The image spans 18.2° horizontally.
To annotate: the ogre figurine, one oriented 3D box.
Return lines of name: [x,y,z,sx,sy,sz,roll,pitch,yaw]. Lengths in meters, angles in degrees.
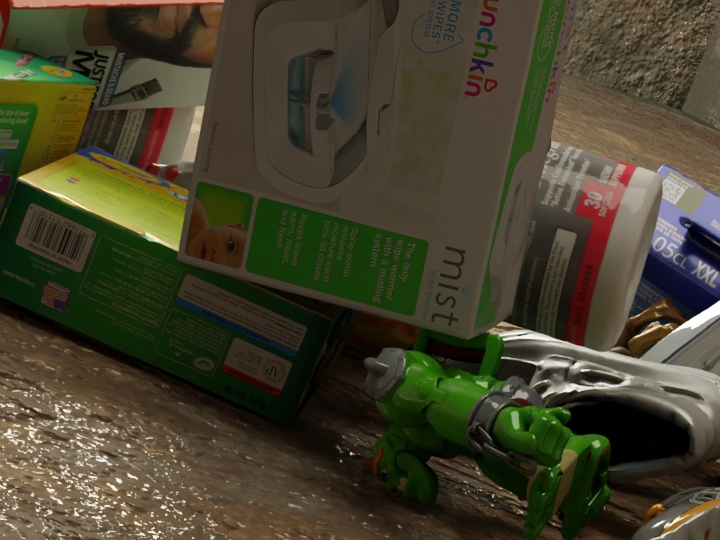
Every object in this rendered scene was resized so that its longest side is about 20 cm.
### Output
ogre figurine: [0.069,0.088,1.210,0.119,0.099,0.200,26,13,20]

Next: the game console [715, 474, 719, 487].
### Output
game console: [0.315,0.181,1.424,0.199,0.117,0.176,23,-18,9]

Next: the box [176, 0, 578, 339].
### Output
box: [0.012,-0.084,1.225,0.176,0.201,0.097,16,12,17]

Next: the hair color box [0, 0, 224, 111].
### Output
hair color box: [-0.146,-0.160,1.468,0.199,0.111,0.064,-6,58,-22]

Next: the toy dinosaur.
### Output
toy dinosaur: [0.162,0.065,1.448,0.200,0.106,0.061,27,25,-41]

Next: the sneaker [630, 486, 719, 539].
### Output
sneaker: [0.180,0.153,1.201,0.077,0.079,0.200,12,2,30]

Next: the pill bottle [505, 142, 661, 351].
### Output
pill bottle: [0.070,-0.032,1.334,0.199,0.111,0.111,17,11,11]

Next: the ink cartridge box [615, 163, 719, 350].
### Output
ink cartridge box: [0.227,0.021,1.523,0.136,0.200,0.076,33,57,11]

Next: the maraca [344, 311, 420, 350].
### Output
maraca: [0.000,0.000,1.490,0.137,0.108,0.200,22,-17,-30]

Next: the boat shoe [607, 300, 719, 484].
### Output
boat shoe: [0.237,0.073,1.386,0.075,0.202,0.086,54,-4,-39]

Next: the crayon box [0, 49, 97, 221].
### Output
crayon box: [-0.244,-0.069,1.325,0.058,0.119,0.200,25,12,21]

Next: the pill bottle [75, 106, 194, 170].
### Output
pill bottle: [-0.222,-0.116,1.561,0.199,0.111,0.111,19,12,-13]

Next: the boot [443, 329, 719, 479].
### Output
boot: [0.124,0.080,1.338,0.199,0.074,0.095,4,7,27]

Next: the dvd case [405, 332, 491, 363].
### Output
dvd case: [0.098,0.075,1.520,0.142,0.018,0.200,22,11,-3]

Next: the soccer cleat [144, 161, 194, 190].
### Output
soccer cleat: [-0.084,-0.046,1.457,0.077,0.070,0.200,26,-36,-35]

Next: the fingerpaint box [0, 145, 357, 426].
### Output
fingerpaint box: [-0.105,0.006,1.338,0.199,0.074,0.167,24,12,3]
